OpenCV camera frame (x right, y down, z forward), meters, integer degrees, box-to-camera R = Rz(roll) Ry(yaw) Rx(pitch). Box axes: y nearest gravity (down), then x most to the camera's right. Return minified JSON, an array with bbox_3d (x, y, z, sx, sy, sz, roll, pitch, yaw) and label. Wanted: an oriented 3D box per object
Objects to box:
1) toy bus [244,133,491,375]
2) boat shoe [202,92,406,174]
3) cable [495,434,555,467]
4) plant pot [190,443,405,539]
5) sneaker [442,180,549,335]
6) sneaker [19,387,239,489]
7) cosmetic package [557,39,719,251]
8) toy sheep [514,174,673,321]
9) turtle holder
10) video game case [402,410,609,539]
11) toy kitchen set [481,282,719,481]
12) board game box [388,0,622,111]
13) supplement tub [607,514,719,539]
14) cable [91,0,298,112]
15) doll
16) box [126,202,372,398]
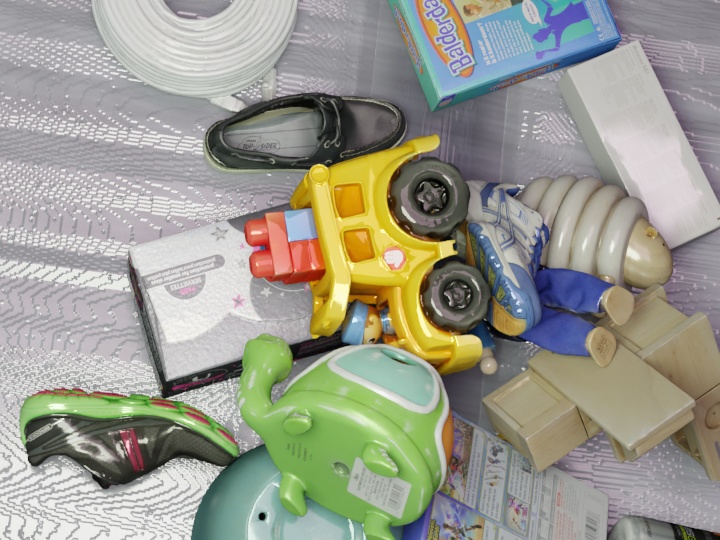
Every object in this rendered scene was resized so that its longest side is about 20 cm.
[{"bbox_3d":[0.000,0.000,1.553,0.191,0.136,0.201,-11,81,-16],"label":"toy bus"},{"bbox_3d":[-0.049,-0.134,1.722,0.198,0.066,0.075,-3,78,-9],"label":"boat shoe"},{"bbox_3d":[0.082,0.184,1.696,0.199,0.050,0.098,11,93,7],"label":"cable"},{"bbox_3d":[-0.046,0.236,1.593,0.199,0.161,0.202,2,77,-8],"label":"plant pot"},{"bbox_3d":[0.131,-0.022,1.584,0.088,0.076,0.200,-7,39,-14],"label":"sneaker"},{"bbox_3d":[-0.208,0.156,1.641,0.199,0.077,0.084,7,94,-3],"label":"sneaker"},{"bbox_3d":[0.274,-0.116,1.773,0.082,0.051,0.201,-23,82,-10],"label":"cosmetic package"},{"bbox_3d":[0.198,-0.025,1.705,0.199,0.138,0.139,16,75,19],"label":"toy sheep"},{"bbox_3d":[-0.010,0.128,1.488,0.185,0.141,0.132,4,41,33],"label":"turtle holder"},{"bbox_3d":[0.126,0.236,1.575,0.181,0.045,0.200,30,37,-12],"label":"video game case"},{"bbox_3d":[0.252,0.156,1.615,0.199,0.163,0.181,-32,123,-12],"label":"toy kitchen set"},{"bbox_3d":[0.136,-0.260,1.788,0.199,0.045,0.153,-19,81,-12],"label":"board game box"},{"bbox_3d":[0.321,0.300,1.652,0.199,0.123,0.123,12,76,-6],"label":"supplement tub"},{"bbox_3d":[-0.157,-0.264,1.733,0.199,0.069,0.201,13,76,-5],"label":"cable"},{"bbox_3d":[0.143,0.033,1.634,0.048,0.199,0.137,33,78,-46],"label":"doll"},{"bbox_3d":[-0.102,0.021,1.655,0.199,0.115,0.133,-15,81,-12],"label":"box"}]
